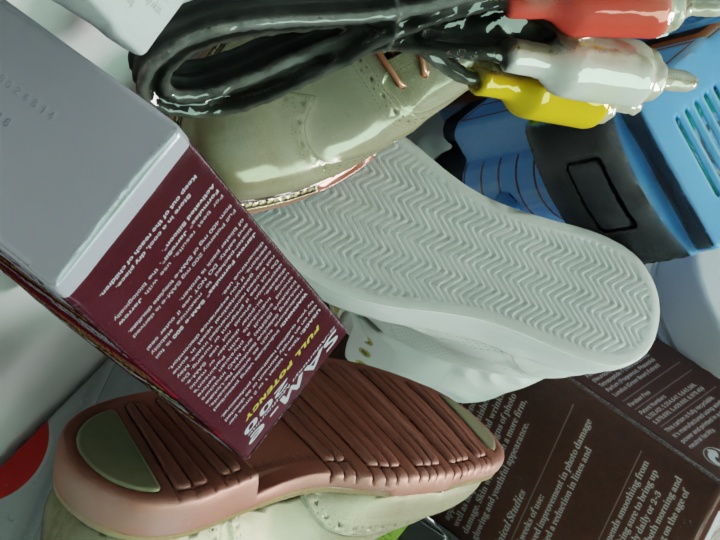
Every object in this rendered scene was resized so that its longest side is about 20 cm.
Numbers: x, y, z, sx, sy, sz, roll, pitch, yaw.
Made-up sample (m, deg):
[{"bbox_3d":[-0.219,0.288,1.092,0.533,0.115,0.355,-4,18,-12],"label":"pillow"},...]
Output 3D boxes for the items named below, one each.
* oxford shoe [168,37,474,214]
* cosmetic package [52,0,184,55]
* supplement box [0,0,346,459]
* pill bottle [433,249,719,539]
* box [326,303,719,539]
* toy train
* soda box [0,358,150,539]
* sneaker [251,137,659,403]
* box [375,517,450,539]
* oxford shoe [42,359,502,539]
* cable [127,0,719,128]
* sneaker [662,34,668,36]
[{"bbox_3d":[0.015,-0.086,1.021,0.200,0.071,0.074,-37,-172,-30],"label":"oxford shoe"},{"bbox_3d":[-0.046,-0.173,0.797,0.200,0.081,0.113,-54,159,-6],"label":"cosmetic package"},{"bbox_3d":[-0.083,-0.016,0.906,0.061,0.109,0.200,-52,158,-5],"label":"supplement box"},{"bbox_3d":[0.125,0.062,1.299,0.114,0.114,0.200,-30,170,-47],"label":"pill bottle"},{"bbox_3d":[0.069,0.062,1.218,0.075,0.200,0.100,-29,147,-53],"label":"box"},{"bbox_3d":[0.099,-0.053,1.155,0.114,0.087,0.200,-36,-165,-31],"label":"toy train"},{"bbox_3d":[-0.107,0.105,1.085,0.200,0.068,0.064,-46,156,-23],"label":"soda box"},{"bbox_3d":[0.000,0.000,1.098,0.115,0.199,0.074,-25,-136,58],"label":"sneaker"},{"bbox_3d":[-0.031,0.158,1.247,0.149,0.124,0.200,-52,158,-7],"label":"box"},{"bbox_3d":[-0.035,0.081,1.044,0.199,0.071,0.074,-3,127,-40],"label":"oxford shoe"},{"bbox_3d":[0.028,-0.076,0.949,0.199,0.051,0.097,-8,153,-27],"label":"cable"},{"bbox_3d":[0.124,-0.112,1.249,0.081,0.076,0.201,-45,157,-39],"label":"sneaker"}]
